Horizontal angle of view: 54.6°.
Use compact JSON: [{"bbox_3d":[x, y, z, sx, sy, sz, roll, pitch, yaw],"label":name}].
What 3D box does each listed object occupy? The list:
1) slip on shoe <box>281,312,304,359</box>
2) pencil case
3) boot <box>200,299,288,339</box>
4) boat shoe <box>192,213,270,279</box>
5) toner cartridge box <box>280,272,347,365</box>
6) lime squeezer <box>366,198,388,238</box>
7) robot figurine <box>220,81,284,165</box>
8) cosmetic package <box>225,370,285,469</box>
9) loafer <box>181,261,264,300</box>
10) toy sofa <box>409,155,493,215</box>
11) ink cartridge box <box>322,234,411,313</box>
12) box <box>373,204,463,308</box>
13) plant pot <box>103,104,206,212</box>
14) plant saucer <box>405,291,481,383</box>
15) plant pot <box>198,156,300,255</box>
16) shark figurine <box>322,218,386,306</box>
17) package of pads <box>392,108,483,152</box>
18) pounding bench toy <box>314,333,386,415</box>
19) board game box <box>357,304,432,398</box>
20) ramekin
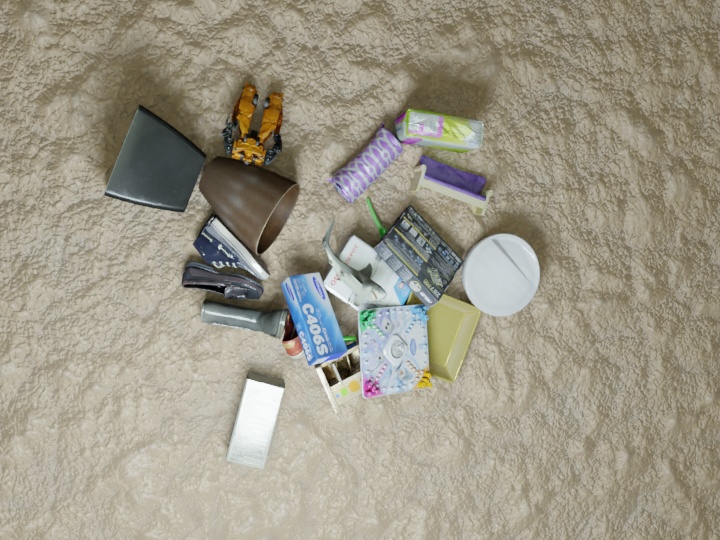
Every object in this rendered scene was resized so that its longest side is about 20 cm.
[{"bbox_3d":[-0.140,0.109,1.661,0.072,0.204,0.062,-6,140,28],"label":"slip on shoe"},{"bbox_3d":[0.014,-0.256,1.694,0.200,0.084,0.086,-44,76,-5],"label":"pencil case"},{"bbox_3d":[-0.275,0.106,1.635,0.195,0.182,0.075,21,68,-12],"label":"boot"},{"bbox_3d":[-0.311,-0.032,1.670,0.093,0.075,0.200,-43,93,5],"label":"boat shoe"},{"bbox_3d":[-0.108,0.109,1.616,0.093,0.043,0.205,-7,69,-42],"label":"toner cartridge box"},{"bbox_3d":[0.079,-0.094,1.737,0.198,0.038,0.071,36,89,-9],"label":"lime squeezer"},{"bbox_3d":[-0.243,-0.331,1.618,0.141,0.058,0.206,14,67,-9],"label":"robot figurine"},{"bbox_3d":[-0.254,0.362,1.697,0.100,0.087,0.206,16,93,-8],"label":"cosmetic package"},{"bbox_3d":[-0.329,0.041,1.660,0.194,0.073,0.064,18,54,-3],"label":"loafer"},{"bbox_3d":[0.226,-0.213,1.727,0.195,0.083,0.100,19,93,-10],"label":"toy sofa"},{"bbox_3d":[0.018,0.027,1.713,0.197,0.084,0.147,34,89,-10],"label":"ink cartridge box"},{"bbox_3d":[0.145,-0.037,1.697,0.200,0.049,0.162,45,48,-7],"label":"box"},{"bbox_3d":[-0.455,-0.236,1.572,0.174,0.199,0.205,22,91,-21],"label":"plant pot"},{"bbox_3d":[0.181,0.156,1.762,0.195,0.048,0.205,21,94,-13],"label":"plant saucer"},{"bbox_3d":[-0.270,-0.170,1.619,0.197,0.187,0.190,32,90,5],"label":"plant pot"},{"bbox_3d":[-0.016,-0.007,1.637,0.215,0.129,0.089,46,62,8],"label":"shark figurine"},{"bbox_3d":[0.184,-0.333,1.673,0.193,0.154,0.071,7,94,-9],"label":"package of pads"},{"bbox_3d":[-0.038,0.212,1.699,0.153,0.124,0.205,-26,98,-6],"label":"pounding bench toy"},{"bbox_3d":[0.087,0.190,1.662,0.195,0.026,0.207,-3,90,-32],"label":"board game box"},{"bbox_3d":[0.344,0.008,1.758,0.196,0.094,0.210,-1,95,-8],"label":"ramekin"}]
